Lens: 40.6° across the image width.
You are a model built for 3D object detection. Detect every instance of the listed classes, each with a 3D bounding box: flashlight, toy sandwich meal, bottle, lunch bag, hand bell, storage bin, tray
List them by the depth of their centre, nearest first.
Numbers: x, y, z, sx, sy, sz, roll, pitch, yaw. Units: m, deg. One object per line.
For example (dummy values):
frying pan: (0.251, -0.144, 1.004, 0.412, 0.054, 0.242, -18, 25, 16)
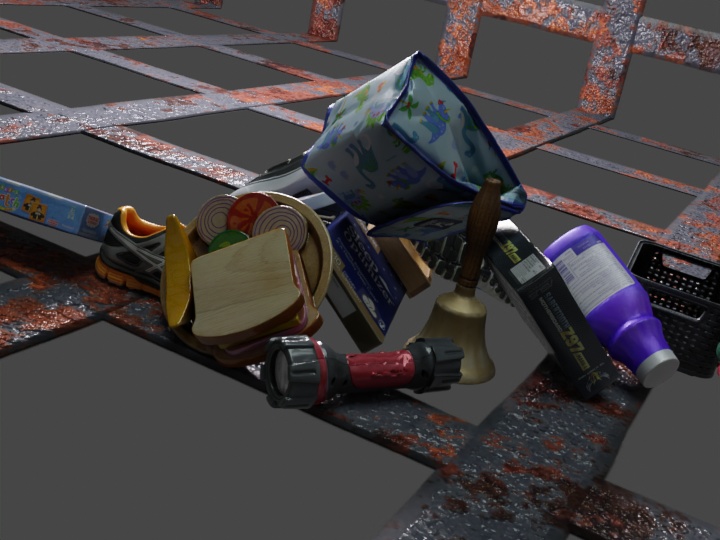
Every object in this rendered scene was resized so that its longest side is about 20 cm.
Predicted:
flashlight: (0.007, 0.089, 0.907, 0.197, 0.069, 0.068, -1, 22, -30)
toy sandwich meal: (-0.118, -0.003, 0.951, 0.202, 0.207, 0.071, 21, -22, 24)
hand bell: (0.111, 0.003, 1.004, 0.102, 0.204, 0.104, 10, 20, -4)
lunch bag: (0.062, -0.109, 1.065, 0.199, 0.129, 0.169, 38, -29, -25)
bottle: (0.284, 0.041, 1.103, 0.065, 0.083, 0.201, 48, 10, -52)
storage bin: (0.390, 0.043, 1.213, 0.133, 0.095, 0.200, 20, 21, 16)
tray: (0.055, -0.044, 1.266, 0.099, 0.037, 0.200, 55, 15, -12)

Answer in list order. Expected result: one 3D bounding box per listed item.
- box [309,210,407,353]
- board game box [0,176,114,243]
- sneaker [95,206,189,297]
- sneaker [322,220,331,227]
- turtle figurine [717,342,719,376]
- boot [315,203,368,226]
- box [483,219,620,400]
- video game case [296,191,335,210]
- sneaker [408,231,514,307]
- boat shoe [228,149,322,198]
box: (0.000, 0.000, 1.091, 0.032, 0.122, 0.200, -30, 10, 18)
board game box: (-0.367, -0.074, 1.096, 0.197, 0.037, 0.151, 19, -2, 10)
sneaker: (-0.191, -0.009, 1.045, 0.196, 0.079, 0.078, 16, 18, 5)
sneaker: (-0.057, -0.016, 1.147, 0.096, 0.072, 0.201, 11, 18, 5)
turtle figurine: (0.467, 0.107, 1.067, 0.198, 0.101, 0.150, 30, 37, 0)
boot: (-0.007, -0.082, 1.328, 0.198, 0.092, 0.072, -8, 27, -43)
box: (0.195, 0.030, 1.072, 0.051, 0.159, 0.200, -33, 23, 4)
video game case: (-0.140, -0.059, 1.159, 0.197, 0.018, 0.143, -11, 7, 30)
sneaker: (0.134, -0.016, 1.238, 0.198, 0.079, 0.089, 30, -1, -22)
boat shoe: (-0.089, -0.108, 1.234, 0.197, 0.069, 0.057, -17, 44, 28)
